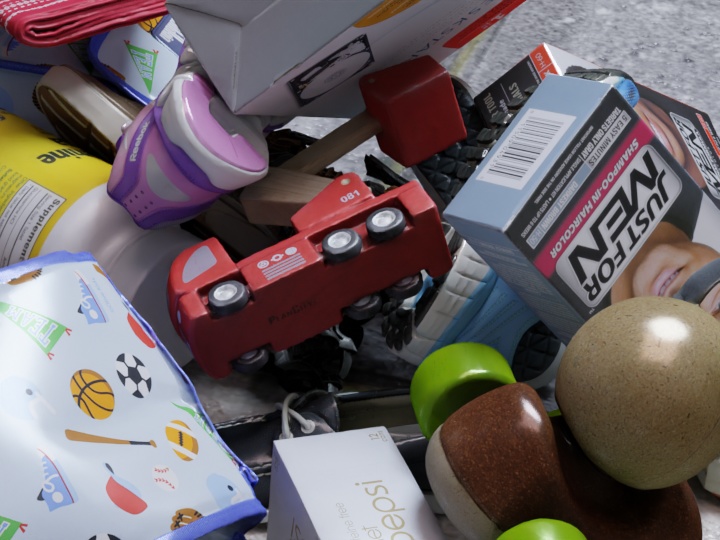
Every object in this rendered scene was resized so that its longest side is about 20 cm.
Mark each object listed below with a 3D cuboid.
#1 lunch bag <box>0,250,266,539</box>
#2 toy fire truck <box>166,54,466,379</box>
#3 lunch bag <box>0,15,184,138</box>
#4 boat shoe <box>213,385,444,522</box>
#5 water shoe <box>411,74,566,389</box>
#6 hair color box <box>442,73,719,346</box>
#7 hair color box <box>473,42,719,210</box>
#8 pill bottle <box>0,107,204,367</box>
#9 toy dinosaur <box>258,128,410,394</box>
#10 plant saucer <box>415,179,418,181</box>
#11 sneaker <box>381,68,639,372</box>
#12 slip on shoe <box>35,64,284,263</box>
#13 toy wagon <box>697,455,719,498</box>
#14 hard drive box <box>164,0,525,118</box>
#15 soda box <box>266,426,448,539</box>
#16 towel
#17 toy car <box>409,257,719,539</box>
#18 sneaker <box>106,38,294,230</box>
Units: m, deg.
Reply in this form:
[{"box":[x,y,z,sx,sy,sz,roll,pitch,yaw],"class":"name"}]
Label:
[{"box":[-0.164,0.097,1.032,0.200,0.124,0.170,-28,75,-34],"class":"lunch bag"},{"box":[-0.021,-0.031,1.171,0.200,0.049,0.141,-25,38,-9],"class":"toy fire truck"},{"box":[-0.172,-0.124,1.426,0.199,0.124,0.170,11,33,9],"class":"lunch bag"},{"box":[-0.015,0.091,1.167,0.199,0.060,0.076,-3,32,-13],"class":"boat shoe"},{"box":[0.082,-0.024,1.306,0.071,0.200,0.079,-21,-13,10],"class":"water shoe"},{"box":[0.144,-0.001,1.157,0.099,0.200,0.061,-52,32,-12],"class":"hair color box"},{"box":[0.162,-0.061,1.323,0.200,0.061,0.102,13,47,-52],"class":"hair color box"},{"box":[-0.177,-0.016,1.271,0.200,0.113,0.112,27,38,32],"class":"pill bottle"},{"box":[0.000,0.000,1.245,0.200,0.102,0.136,30,59,32],"class":"toy dinosaur"},{"box":[0.101,-0.029,1.401,0.200,0.039,0.201,3,31,-2],"class":"plant saucer"},{"box":[0.095,-0.022,1.202,0.090,0.200,0.078,35,-4,-21],"class":"sneaker"},{"box":[-0.104,-0.063,1.307,0.200,0.076,0.061,39,71,-12],"class":"slip on shoe"},{"box":[0.280,0.090,1.229,0.199,0.040,0.155,-2,32,-12],"class":"toy wagon"},{"box":[0.007,-0.159,1.219,0.077,0.156,0.200,58,19,8],"class":"hard drive box"},{"box":[0.012,0.160,1.048,0.063,0.068,0.200,-6,33,-18],"class":"soda box"},{"box":[-0.159,-0.172,1.319,0.144,0.023,0.200,-16,19,-16],"class":"towel"},{"box":[0.145,0.073,1.051,0.158,0.200,0.164,33,22,-34],"class":"toy car"},{"box":[-0.093,-0.080,1.222,0.080,0.088,0.200,44,21,-10],"class":"sneaker"}]
